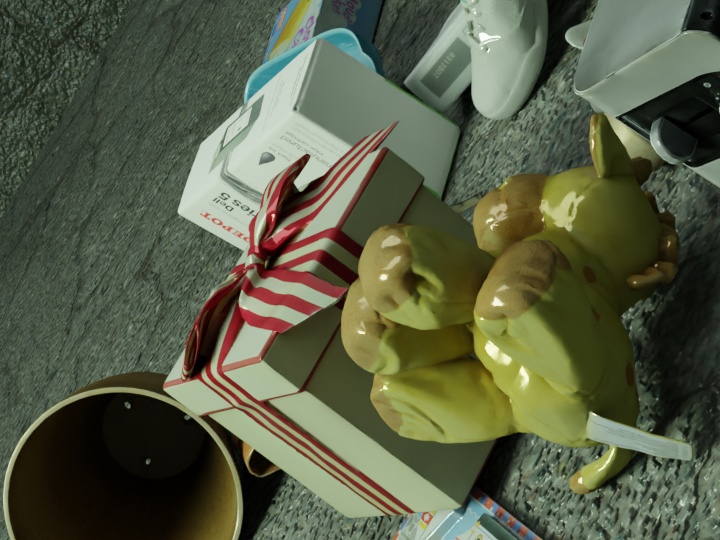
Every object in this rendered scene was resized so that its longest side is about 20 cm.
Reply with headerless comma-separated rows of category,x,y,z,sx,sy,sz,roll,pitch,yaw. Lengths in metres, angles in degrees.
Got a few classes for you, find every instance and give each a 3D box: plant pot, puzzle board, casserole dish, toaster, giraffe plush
plant pot,-0.182,0.158,1.483,0.187,0.186,0.200,-55,7,10
puzzle board,0.041,0.203,1.074,0.151,0.017,0.200,-60,20,0
casserole dish,-0.036,-0.146,1.649,0.199,0.039,0.122,-19,80,49
toaster,0.216,-0.125,0.874,0.119,0.180,0.201,-30,35,56
giraffe plush,0.105,0.004,0.987,0.173,0.199,0.163,106,-173,-56

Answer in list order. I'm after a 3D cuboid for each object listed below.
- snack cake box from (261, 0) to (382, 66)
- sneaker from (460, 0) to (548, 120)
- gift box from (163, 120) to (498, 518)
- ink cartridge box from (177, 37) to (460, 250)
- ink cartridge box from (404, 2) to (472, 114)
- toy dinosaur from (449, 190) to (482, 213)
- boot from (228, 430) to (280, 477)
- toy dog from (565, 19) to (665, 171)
snack cake box,-0.048,-0.206,1.814,0.115,0.067,0.201,-41,27,43
sneaker,0.095,-0.209,1.344,0.075,0.088,0.201,48,135,52
gift box,0.003,0.031,1.143,0.200,0.186,0.185,-27,31,58
ink cartridge box,-0.037,-0.082,1.487,0.200,0.145,0.084,-35,32,50
ink cartridge box,0.118,-0.229,1.503,0.163,0.057,0.200,-50,1,26
toy dinosaur,0.000,0.000,1.360,0.199,0.047,0.089,-16,57,22
boot,-0.037,0.058,1.419,0.200,0.073,0.155,-52,28,17
toy dog,0.176,-0.153,1.142,0.132,0.096,0.200,-54,20,14
